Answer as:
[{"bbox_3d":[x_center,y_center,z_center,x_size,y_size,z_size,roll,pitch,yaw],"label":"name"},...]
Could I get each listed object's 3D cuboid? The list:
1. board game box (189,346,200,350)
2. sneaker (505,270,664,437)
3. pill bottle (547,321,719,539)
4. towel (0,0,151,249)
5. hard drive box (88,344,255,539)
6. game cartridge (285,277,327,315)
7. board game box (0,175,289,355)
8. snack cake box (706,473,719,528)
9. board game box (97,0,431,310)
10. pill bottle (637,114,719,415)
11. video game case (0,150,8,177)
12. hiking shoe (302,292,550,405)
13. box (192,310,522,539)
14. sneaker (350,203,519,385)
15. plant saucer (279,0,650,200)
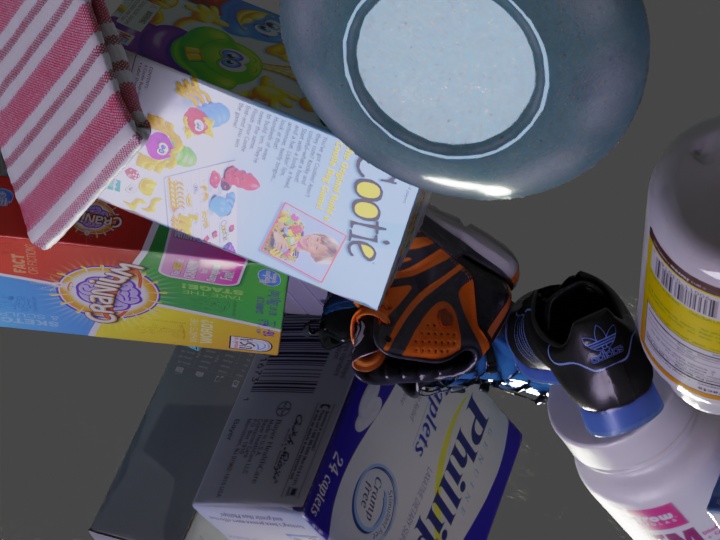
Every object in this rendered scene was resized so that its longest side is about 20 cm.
[{"bbox_3d":[-0.159,-0.035,1.631,0.151,0.047,0.200,25,155,5],"label":"board game box"},{"bbox_3d":[0.130,0.033,1.521,0.200,0.070,0.078,-135,22,-69],"label":"sneaker"},{"bbox_3d":[0.210,0.127,1.624,0.113,0.114,0.200,0,146,40],"label":"pill bottle"},{"bbox_3d":[-0.174,-0.129,1.388,0.030,0.200,0.146,-10,163,-32],"label":"towel"},{"bbox_3d":[-0.104,0.148,1.834,0.077,0.200,0.156,12,152,23],"label":"hard drive box"},{"bbox_3d":[-0.096,-0.038,1.664,0.129,0.038,0.200,7,150,40],"label":"game cartridge"},{"bbox_3d":[-0.144,-0.002,1.533,0.199,0.040,0.153,6,157,-2],"label":"board game box"},{"bbox_3d":[0.326,0.123,1.517,0.200,0.115,0.067,2,147,37],"label":"snack cake box"},{"bbox_3d":[-0.055,-0.078,1.430,0.200,0.103,0.105,22,125,5],"label":"board game box"},{"bbox_3d":[0.211,0.005,1.393,0.109,0.109,0.200,18,154,13],"label":"pill bottle"},{"bbox_3d":[-0.241,-0.110,1.544,0.018,0.143,0.200,-6,169,-30],"label":"video game case"},{"bbox_3d":[0.061,0.056,1.644,0.200,0.087,0.074,27,157,-6],"label":"hiking shoe"},{"bbox_3d":[0.003,0.138,1.744,0.105,0.184,0.200,0,146,37],"label":"box"},{"bbox_3d":[0.000,0.000,1.560,0.200,0.112,0.078,27,154,-7],"label":"sneaker"},{"bbox_3d":[0.048,-0.114,1.283,0.201,0.039,0.201,9,125,13],"label":"plant saucer"}]
